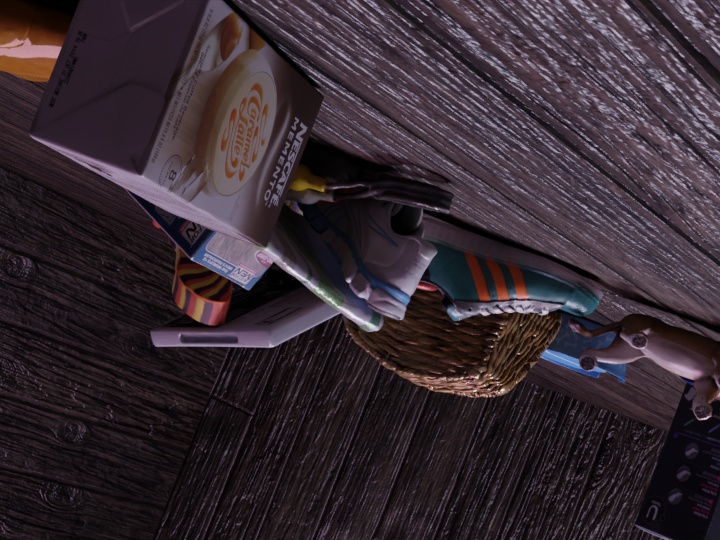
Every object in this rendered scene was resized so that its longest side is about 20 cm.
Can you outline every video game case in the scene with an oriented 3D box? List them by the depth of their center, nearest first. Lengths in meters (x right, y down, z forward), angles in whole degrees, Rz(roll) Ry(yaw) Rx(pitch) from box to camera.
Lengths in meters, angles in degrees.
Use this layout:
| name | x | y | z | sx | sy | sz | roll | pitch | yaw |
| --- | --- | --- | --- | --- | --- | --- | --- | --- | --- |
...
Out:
| name | x | y | z | sx | sy | sz | roll | pitch | yaw |
| --- | --- | --- | --- | --- | --- | --- | --- | --- | --- |
| video game case | -0.091 | 0.039 | 1.605 | 0.181 | 0.023 | 0.200 | -2 | -163 | 42 |

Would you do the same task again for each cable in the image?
| name | x | y | z | sx | sy | sz | roll | pitch | yaw |
| --- | --- | --- | --- | --- | --- | --- | --- | --- | --- |
| cable | 0.001 | -0.060 | 1.240 | 0.200 | 0.050 | 0.097 | 21 | 177 | 38 |

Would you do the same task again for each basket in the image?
| name | x | y | z | sx | sy | sz | roll | pitch | yaw |
| --- | --- | --- | --- | --- | --- | --- | --- | --- | --- |
| basket | 0.102 | 0.068 | 1.715 | 0.200 | 0.143 | 0.149 | 19 | 174 | 32 |

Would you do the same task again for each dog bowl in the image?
| name | x | y | z | sx | sy | sz | roll | pitch | yaw |
| --- | --- | --- | --- | --- | --- | --- | --- | --- | --- |
| dog bowl | 0.257 | 0.088 | 1.824 | 0.111 | 0.050 | 0.200 | 23 | 176 | -9 |

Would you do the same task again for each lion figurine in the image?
| name | x | y | z | sx | sy | sz | roll | pitch | yaw |
| --- | --- | --- | --- | --- | --- | --- | --- | --- | --- |
| lion figurine | 0.292 | 0.077 | 1.396 | 0.200 | 0.073 | 0.122 | 30 | -155 | 10 |

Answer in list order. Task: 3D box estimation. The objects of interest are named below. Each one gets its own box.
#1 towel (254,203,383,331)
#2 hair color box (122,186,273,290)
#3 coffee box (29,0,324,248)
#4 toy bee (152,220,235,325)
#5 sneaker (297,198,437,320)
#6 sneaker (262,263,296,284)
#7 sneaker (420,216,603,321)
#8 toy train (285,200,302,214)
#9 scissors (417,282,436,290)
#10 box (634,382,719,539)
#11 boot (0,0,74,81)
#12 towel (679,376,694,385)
| name | x | y | z | sx | sy | sz | roll | pitch | yaw |
| --- | --- | --- | --- | --- | --- | --- | --- | --- | --- |
| towel | -0.066 | -0.036 | 1.284 | 0.200 | 0.031 | 0.149 | 39 | -172 | -45 |
| hair color box | -0.164 | -0.075 | 1.381 | 0.200 | 0.061 | 0.100 | 44 | -173 | 32 |
| coffee box | -0.104 | -0.096 | 0.922 | 0.080 | 0.115 | 0.200 | 20 | 176 | 19 |
| toy bee | -0.171 | -0.024 | 1.593 | 0.108 | 0.131 | 0.200 | 15 | -160 | -1 |
| sneaker | 0.013 | -0.042 | 1.319 | 0.075 | 0.087 | 0.200 | 29 | -164 | -39 |
| sneaker | -0.026 | -0.034 | 1.619 | 0.200 | 0.079 | 0.089 | 0 | -157 | 47 |
| sneaker | 0.118 | 0.015 | 1.384 | 0.199 | 0.080 | 0.071 | 19 | 176 | 1 |
| toy train | -0.008 | -0.043 | 1.473 | 0.200 | 0.056 | 0.150 | 20 | 175 | 21 |
| scissors | 0.000 | 0.000 | 1.451 | 0.073 | 0.014 | 0.200 | 35 | -158 | 36 |
| box | 0.422 | 0.231 | 1.757 | 0.122 | 0.201 | 0.106 | 26 | 174 | -38 |
| boot | -0.245 | -0.174 | 1.041 | 0.144 | 0.071 | 0.201 | 14 | 177 | 17 |
| towel | 0.441 | 0.138 | 1.586 | 0.200 | 0.050 | 0.148 | 25 | -178 | -40 |
